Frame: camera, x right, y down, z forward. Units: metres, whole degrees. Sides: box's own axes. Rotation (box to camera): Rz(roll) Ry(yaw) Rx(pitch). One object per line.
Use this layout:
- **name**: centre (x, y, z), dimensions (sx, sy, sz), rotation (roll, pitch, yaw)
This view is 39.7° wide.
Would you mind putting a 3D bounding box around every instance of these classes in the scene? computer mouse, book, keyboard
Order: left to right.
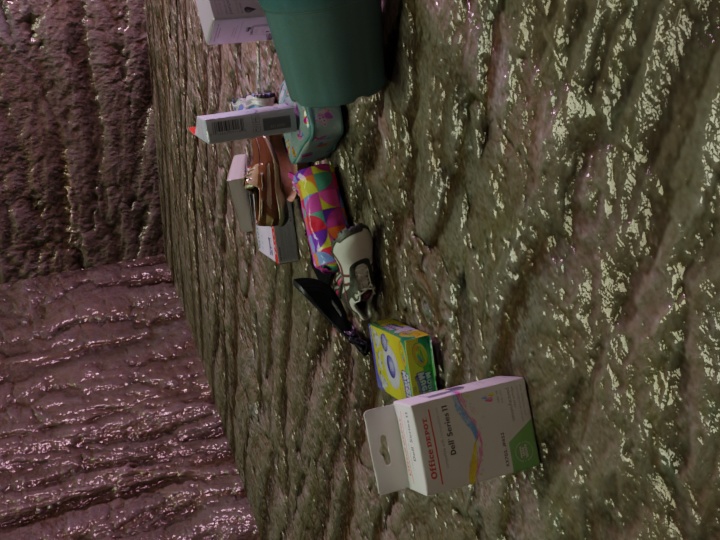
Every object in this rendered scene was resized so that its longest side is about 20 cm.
- **book**: centre (-0.281, -0.187, 2.392), dimensions (0.200, 0.048, 0.134), rotation (-102, 3, -67)
- **keyboard**: centre (-0.075, -0.058, 1.963), dimensions (0.127, 0.021, 0.200), rotation (63, 156, 25)
- **computer mouse**: centre (-0.055, 0.065, 1.833), dimensions (0.200, 0.046, 0.140), rotation (47, 176, -25)

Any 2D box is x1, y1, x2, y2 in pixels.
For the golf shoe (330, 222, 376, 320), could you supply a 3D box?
- **golf shoe**: centre (0.000, 0.000, 1.699), dimensions (0.088, 0.077, 0.200), rotation (57, 162, 33)

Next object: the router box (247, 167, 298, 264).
- **router box**: centre (-0.198, -0.129, 2.245), dimensions (0.179, 0.049, 0.201), rotation (-153, 53, -68)

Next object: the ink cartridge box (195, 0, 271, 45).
- **ink cartridge box**: centre (-0.184, -0.484, 1.745), dimensions (0.083, 0.199, 0.147), rotation (131, 125, -63)

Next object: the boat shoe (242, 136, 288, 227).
- **boat shoe**: centre (-0.206, -0.186, 2.078), dimensions (0.076, 0.074, 0.201), rotation (143, 115, -71)

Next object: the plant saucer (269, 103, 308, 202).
- **plant saucer**: centre (-0.142, -0.241, 2.030), dimensions (0.200, 0.035, 0.201), rotation (169, 90, -72)

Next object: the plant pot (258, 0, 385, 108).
- **plant pot**: centre (-0.050, -0.355, 1.453), dimensions (0.200, 0.200, 0.197), rotation (-130, 26, -57)

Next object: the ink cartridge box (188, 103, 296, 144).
- **ink cartridge box**: centre (-0.216, -0.271, 1.784), dimensions (0.200, 0.160, 0.047), rotation (-141, 42, -64)

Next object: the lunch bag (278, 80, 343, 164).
- **lunch bag**: centre (-0.096, -0.287, 1.791), dimensions (0.200, 0.077, 0.161), rotation (141, 116, -70)

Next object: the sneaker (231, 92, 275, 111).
- **sneaker**: centre (-0.236, -0.343, 2.188), dimensions (0.200, 0.075, 0.077), rotation (-166, 70, -72)

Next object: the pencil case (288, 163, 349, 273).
- **pencil case**: centre (-0.066, -0.095, 1.811), dimensions (0.088, 0.088, 0.201), rotation (126, 129, -66)

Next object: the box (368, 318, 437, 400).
- **box**: centre (0.072, 0.150, 1.595), dimensions (0.200, 0.048, 0.118), rotation (-166, 66, -69)

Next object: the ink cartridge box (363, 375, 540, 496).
- **ink cartridge box**: centre (0.114, 0.209, 1.249), dimensions (0.067, 0.199, 0.118), rotation (170, 88, -72)
